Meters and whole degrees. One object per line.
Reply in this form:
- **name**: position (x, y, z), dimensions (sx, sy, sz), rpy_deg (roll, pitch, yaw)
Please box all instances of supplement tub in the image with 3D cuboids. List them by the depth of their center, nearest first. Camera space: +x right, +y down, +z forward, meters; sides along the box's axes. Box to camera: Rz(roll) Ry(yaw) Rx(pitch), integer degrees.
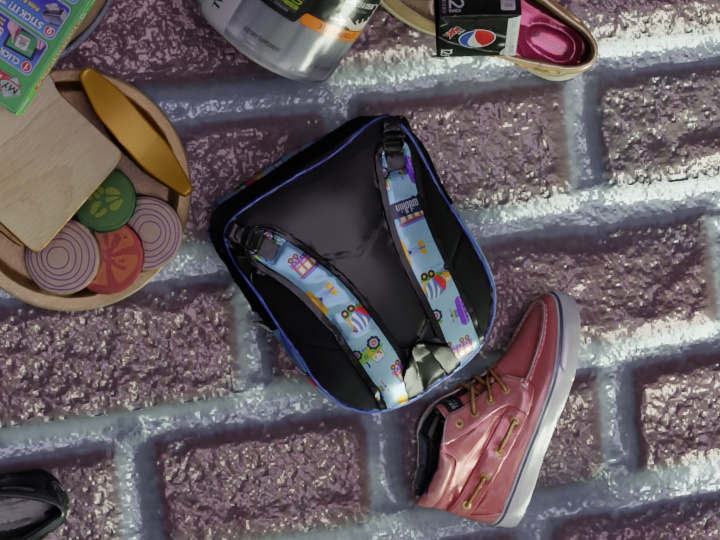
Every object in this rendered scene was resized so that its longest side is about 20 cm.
- **supplement tub**: position (-0.024, -0.251, 1.533), dimensions (0.122, 0.123, 0.200), rpy_deg (28, 110, -16)

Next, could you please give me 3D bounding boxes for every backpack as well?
- **backpack**: position (0.000, 0.000, 1.587), dimensions (0.182, 0.135, 0.200), rpy_deg (-35, 102, -10)

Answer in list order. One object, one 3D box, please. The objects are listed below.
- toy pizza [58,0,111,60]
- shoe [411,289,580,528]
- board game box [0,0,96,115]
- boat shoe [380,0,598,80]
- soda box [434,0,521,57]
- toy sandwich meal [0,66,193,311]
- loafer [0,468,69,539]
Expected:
- **toy pizza**: position (-0.275, -0.239, 1.519), dimensions (0.199, 0.032, 0.201), rpy_deg (-2, 109, -7)
- **shoe**: position (0.108, 0.106, 1.659), dimensions (0.091, 0.071, 0.201), rpy_deg (15, 96, -21)
- **board game box**: position (-0.292, -0.223, 1.479), dimensions (0.200, 0.029, 0.135), rpy_deg (35, 96, -2)
- **boat shoe**: position (0.102, -0.209, 1.628), dimensions (0.199, 0.069, 0.074), rpy_deg (20, 90, -16)
- **soda box**: position (0.086, -0.266, 1.574), dimensions (0.063, 0.071, 0.201), rpy_deg (-1, 69, 0)
- **toy sandwich meal**: position (-0.220, -0.065, 1.555), dimensions (0.204, 0.070, 0.206), rpy_deg (-1, 96, -15)
- **loafer**: position (-0.319, 0.196, 1.554), dimensions (0.200, 0.070, 0.068), rpy_deg (-14, 98, -13)
